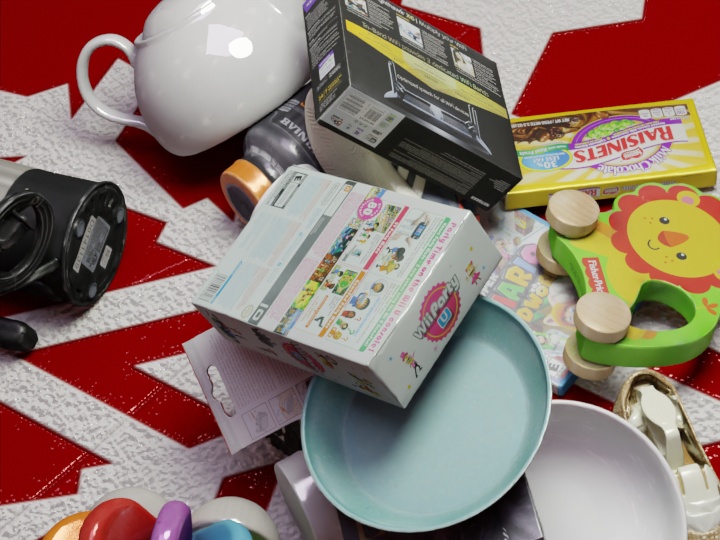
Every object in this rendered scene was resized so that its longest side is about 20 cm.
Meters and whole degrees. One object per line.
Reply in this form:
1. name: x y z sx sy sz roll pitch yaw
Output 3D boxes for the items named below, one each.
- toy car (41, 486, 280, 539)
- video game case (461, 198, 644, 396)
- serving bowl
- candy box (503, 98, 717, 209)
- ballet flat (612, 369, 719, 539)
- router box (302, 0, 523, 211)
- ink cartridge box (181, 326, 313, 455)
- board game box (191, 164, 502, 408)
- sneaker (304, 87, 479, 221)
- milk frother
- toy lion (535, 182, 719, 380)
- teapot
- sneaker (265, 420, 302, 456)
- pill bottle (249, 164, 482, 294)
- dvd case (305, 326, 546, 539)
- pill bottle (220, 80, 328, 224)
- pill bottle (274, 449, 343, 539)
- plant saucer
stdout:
1. toy car: -0.157 0.238 1.450 0.198 0.151 0.176 5 52 11
2. video game case: 0.141 0.014 1.675 0.199 0.018 0.143 31 62 28
3. serving bowl: 0.152 0.203 1.459 0.198 0.066 0.202 0 83 -2
4. candy box: 0.225 -0.110 1.748 0.198 0.027 0.103 -7 50 -2
5. ballet flat: 0.254 0.162 1.509 0.070 0.066 0.201 -19 52 -8
6. router box: 0.045 -0.159 1.658 0.199 0.052 0.158 26 38 -30
7. ink cartridge box: -0.036 0.062 1.538 0.199 0.050 0.110 -29 77 12
8. board game box: -0.012 0.007 1.447 0.199 0.064 0.148 17 65 43
9. sneaker: 0.031 -0.095 1.685 0.084 0.075 0.201 -39 94 -39
10. milk frother: -0.338 -0.044 1.673 0.187 0.201 0.181 13 58 18
11. toy lion: 0.258 0.001 1.624 0.190 0.069 0.201 0 45 -9
12. teapot: -0.146 -0.212 1.773 0.200 0.147 0.197 -41 17 -24
13. sneaker: -0.058 0.072 1.627 0.088 0.077 0.201 -11 53 -16
14. pill bottle: 0.000 0.000 1.624 0.200 0.113 0.112 40 65 21
15. dvd case: 0.046 0.143 1.430 0.148 0.016 0.201 -22 55 9
16. pill bottle: -0.037 -0.118 1.749 0.200 0.107 0.106 -40 57 -22
17. pill bottle: 0.036 0.151 1.520 0.199 0.111 0.111 -25 52 -13
18. plant saucer: 0.053 0.110 1.414 0.198 0.036 0.202 -10 58 16
